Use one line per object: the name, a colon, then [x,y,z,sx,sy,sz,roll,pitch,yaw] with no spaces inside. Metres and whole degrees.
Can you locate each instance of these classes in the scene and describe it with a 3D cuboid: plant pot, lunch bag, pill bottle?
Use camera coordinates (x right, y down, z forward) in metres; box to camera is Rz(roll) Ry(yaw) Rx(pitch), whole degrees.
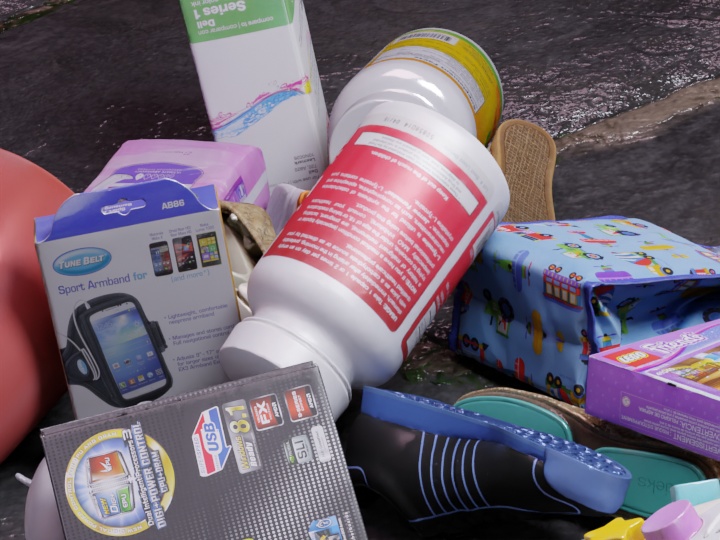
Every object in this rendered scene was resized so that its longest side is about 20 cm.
plant pot: [-0.276,0.045,1.579,0.199,0.201,0.178,2,39,21]
lunch bag: [0.179,0.008,1.614,0.199,0.095,0.150,-16,24,-33]
pill bottle: [0.038,-0.109,1.796,0.110,0.112,0.200,-2,16,14]
pill bottle: [0.000,0.000,1.523,0.112,0.113,0.200,16,60,39]

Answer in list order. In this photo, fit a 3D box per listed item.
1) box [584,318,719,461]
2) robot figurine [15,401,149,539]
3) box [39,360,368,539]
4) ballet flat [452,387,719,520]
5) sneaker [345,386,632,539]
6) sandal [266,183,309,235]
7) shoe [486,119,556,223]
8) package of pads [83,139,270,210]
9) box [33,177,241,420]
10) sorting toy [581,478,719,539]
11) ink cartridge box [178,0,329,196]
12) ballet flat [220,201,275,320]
box: [0.249,0.067,1.439,0.199,0.039,0.136,-12,22,-42]
robot figurine: [-0.110,0.144,1.404,0.198,0.113,0.170,-5,44,9]
box: [-0.074,0.165,1.301,0.159,0.044,0.201,-13,70,-9]
ballet flat: [0.143,0.116,1.451,0.199,0.071,0.065,17,11,36]
sneaker: [0.071,0.126,1.420,0.199,0.079,0.070,15,1,43]
sandal: [-0.025,-0.020,1.730,0.059,0.080,0.207,13,10,-16]
shoe: [0.105,-0.037,1.756,0.070,0.054,0.200,26,36,-3]
package of pads: [-0.155,-0.024,1.771,0.120,0.076,0.200,0,31,22]
box: [-0.135,0.030,1.534,0.118,0.201,0.042,-10,27,-3]
sorting toy: [0.148,0.178,1.309,0.179,0.107,0.200,-12,20,40]
ink cartridge box: [-0.080,-0.161,1.878,0.083,0.201,0.145,-11,27,4]
ballet flat: [-0.074,0.020,1.629,0.065,0.071,0.200,21,22,-35]
